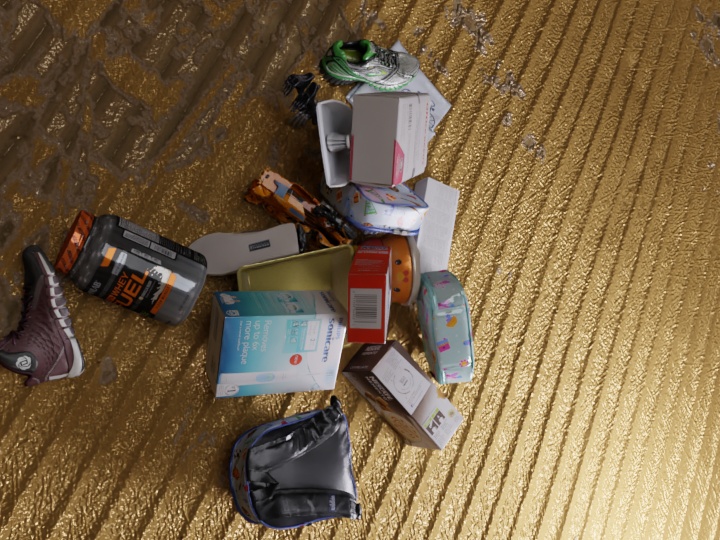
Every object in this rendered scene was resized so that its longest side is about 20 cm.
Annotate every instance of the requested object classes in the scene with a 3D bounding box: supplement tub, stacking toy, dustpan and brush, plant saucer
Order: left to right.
[{"bbox_3d":[-0.343,-0.006,1.093,0.200,0.122,0.123,25,70,-25],"label":"supplement tub"},{"bbox_3d":[-0.110,0.055,1.217,0.199,0.048,0.201,-13,120,-23],"label":"plant saucer"},{"bbox_3d":[-0.015,-0.224,1.248,0.200,0.057,0.140,-47,131,-71],"label":"dustpan and brush"},{"bbox_3d":[0.000,0.000,1.317,0.199,0.146,0.147,-5,84,-14],"label":"stacking toy"}]

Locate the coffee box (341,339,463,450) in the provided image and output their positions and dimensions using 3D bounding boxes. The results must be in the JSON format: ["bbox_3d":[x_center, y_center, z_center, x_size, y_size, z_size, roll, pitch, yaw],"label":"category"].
[{"bbox_3d":[0.076,0.224,1.312,0.200,0.114,0.080,50,61,-15],"label":"coffee box"}]

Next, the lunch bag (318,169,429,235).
[{"bbox_3d":[0.026,-0.130,1.301,0.160,0.200,0.076,4,121,-34],"label":"lunch bag"}]

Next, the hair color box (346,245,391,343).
[{"bbox_3d":[0.017,0.033,1.173,0.064,0.200,0.111,1,105,3],"label":"hair color box"}]

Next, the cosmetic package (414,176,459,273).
[{"bbox_3d":[0.136,-0.075,1.436,0.082,0.051,0.201,19,72,-25],"label":"cosmetic package"}]

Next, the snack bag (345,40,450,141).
[{"bbox_3d":[0.087,-0.339,1.469,0.189,0.021,0.200,46,62,-16],"label":"snack bag"}]

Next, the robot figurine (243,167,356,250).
[{"bbox_3d":[-0.100,-0.095,1.252,0.200,0.145,0.058,36,76,-13],"label":"robot figurine"}]

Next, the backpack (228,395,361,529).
[{"bbox_3d":[-0.114,0.317,1.161,0.190,0.154,0.201,-3,77,-40],"label":"backpack"}]

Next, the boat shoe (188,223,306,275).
[{"bbox_3d":[-0.187,-0.027,1.226,0.199,0.093,0.075,-8,78,-2],"label":"boat shoe"}]

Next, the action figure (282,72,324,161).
[{"bbox_3d":[-0.074,-0.263,1.307,0.102,0.119,0.200,-37,145,6],"label":"action figure"}]

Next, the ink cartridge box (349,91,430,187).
[{"bbox_3d":[0.054,-0.231,1.254,0.200,0.082,0.147,-37,132,-66],"label":"ink cartridge box"}]

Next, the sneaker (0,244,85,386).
[{"bbox_3d":[-0.476,0.070,1.030,0.115,0.076,0.201,-19,92,-29],"label":"sneaker"}]

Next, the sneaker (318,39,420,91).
[{"bbox_3d":[0.027,-0.394,1.386,0.199,0.085,0.078,-5,75,-24],"label":"sneaker"}]

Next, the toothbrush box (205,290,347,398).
[{"bbox_3d":[-0.134,0.113,1.150,0.199,0.085,0.147,0,116,-25],"label":"toothbrush box"}]

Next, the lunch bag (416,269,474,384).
[{"bbox_3d":[0.151,0.105,1.342,0.077,0.160,0.201,-9,105,-6],"label":"lunch bag"}]
